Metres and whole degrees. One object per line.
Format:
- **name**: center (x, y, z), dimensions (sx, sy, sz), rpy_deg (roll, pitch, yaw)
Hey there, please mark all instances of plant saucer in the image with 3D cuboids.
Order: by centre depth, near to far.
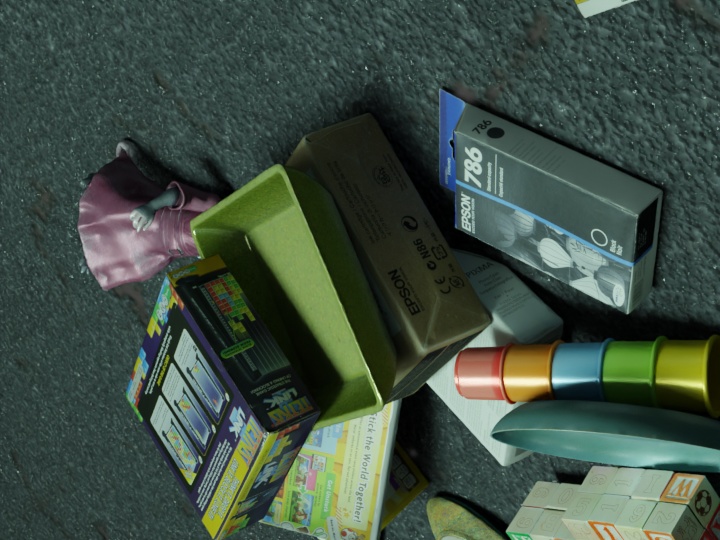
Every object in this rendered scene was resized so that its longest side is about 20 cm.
- **plant saucer**: center (0.196, 0.122, 1.190), dimensions (0.200, 0.028, 0.200), rpy_deg (7, 169, 1)
- **plant saucer**: center (-0.046, 0.024, 1.281), dimensions (0.200, 0.048, 0.200), rpy_deg (-25, 88, 61)

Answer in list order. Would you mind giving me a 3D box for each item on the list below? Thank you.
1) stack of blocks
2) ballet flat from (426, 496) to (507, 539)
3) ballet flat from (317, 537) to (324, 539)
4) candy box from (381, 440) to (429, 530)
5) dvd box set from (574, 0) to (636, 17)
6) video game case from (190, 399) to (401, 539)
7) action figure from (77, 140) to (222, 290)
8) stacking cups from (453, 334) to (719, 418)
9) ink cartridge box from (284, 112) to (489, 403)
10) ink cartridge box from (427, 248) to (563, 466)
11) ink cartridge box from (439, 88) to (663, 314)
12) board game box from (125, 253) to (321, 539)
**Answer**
- **stack of blocks**: center (0.216, 0.219, 1.313), dimensions (0.200, 0.059, 0.115), rpy_deg (-3, 132, 51)
- **ballet flat**: center (0.127, 0.282, 1.497), dimensions (0.200, 0.071, 0.071), rpy_deg (33, 144, 25)
- **ballet flat**: center (-0.025, 0.237, 1.632), dimensions (0.074, 0.074, 0.200), rpy_deg (25, 140, 33)
- **candy box**: center (-0.030, 0.158, 1.525), dimensions (0.200, 0.102, 0.026), rpy_deg (52, 151, -3)
- **dvd box set**: center (0.144, -0.260, 0.962), dimensions (0.146, 0.029, 0.200), rpy_deg (-10, 115, 53)
- **video game case**: center (-0.059, 0.147, 1.452), dimensions (0.182, 0.023, 0.200), rpy_deg (13, 117, 10)
- **action figure**: center (-0.166, -0.036, 1.513), dimensions (0.199, 0.149, 0.134), rpy_deg (2, 126, 23)
- **stacking cups**: center (0.169, 0.077, 1.193), dimensions (0.200, 0.061, 0.061), rpy_deg (-1, 124, 30)
- **ink cartridge box**: center (0.000, 0.000, 1.314), dimensions (0.200, 0.075, 0.165), rpy_deg (60, 148, 12)
- **ink cartridge box**: center (0.084, 0.043, 1.345), dimensions (0.200, 0.047, 0.160), rpy_deg (48, 152, 34)
- **ink cartridge box**: center (0.126, -0.052, 1.186), dimensions (0.200, 0.039, 0.100), rpy_deg (29, 143, 30)
- **board game box**: center (-0.121, 0.110, 1.355), dimensions (0.165, 0.057, 0.200), rpy_deg (54, 147, 19)
